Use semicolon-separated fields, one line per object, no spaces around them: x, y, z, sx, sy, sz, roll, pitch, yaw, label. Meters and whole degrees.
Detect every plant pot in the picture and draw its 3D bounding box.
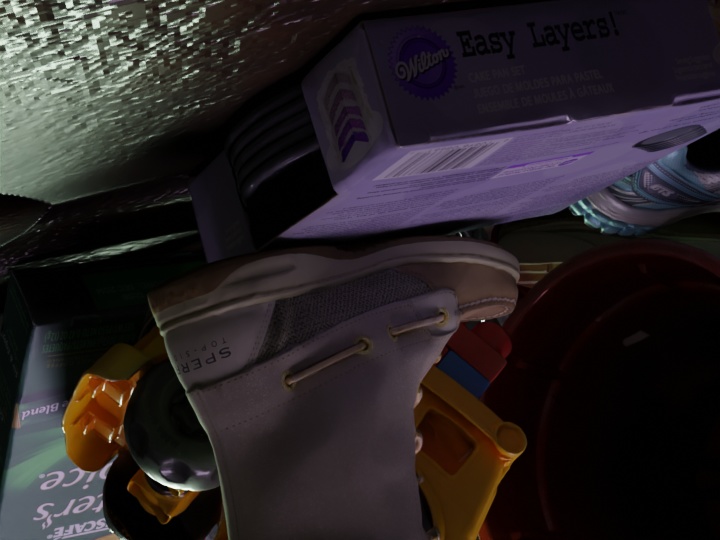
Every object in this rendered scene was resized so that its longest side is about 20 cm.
0.194;0.101;0.775;0.194;0.203;0.200;15;153;-43;plant pot

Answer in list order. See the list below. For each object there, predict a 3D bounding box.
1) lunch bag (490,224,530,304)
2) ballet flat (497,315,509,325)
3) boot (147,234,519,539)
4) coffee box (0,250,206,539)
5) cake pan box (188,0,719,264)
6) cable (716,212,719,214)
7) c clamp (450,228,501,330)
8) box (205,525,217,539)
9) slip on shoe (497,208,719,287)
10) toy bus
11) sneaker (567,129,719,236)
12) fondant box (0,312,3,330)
0.187;0.002;0.952;0.198;0.176;0.082;-15;128;-16;lunch bag
0.059;0.024;0.930;0.057;0.067;0.200;-29;172;-8;ballet flat
0.009;0.067;0.607;0.072;0.156;0.199;-21;170;41;boot
-0.138;0.079;0.784;0.122;0.044;0.201;-6;135;-31;coffee box
0.045;-0.053;0.588;0.199;0.053;0.184;-12;170;-27;cake pan box
0.241;-0.045;0.817;0.199;0.050;0.097;-6;-139;56;cable
-0.008;0.019;0.796;0.199;0.027;0.171;-18;131;27;c clamp
-0.181;0.163;1.137;0.131;0.116;0.200;-15;-159;-2;box
0.170;-0.019;0.812;0.199;0.061;0.076;3;162;35;slip on shoe
-0.018;0.074;0.718;0.192;0.199;0.136;-52;175;-30;toy bus
0.198;-0.065;0.724;0.199;0.078;0.086;-14;166;-28;sneaker
-0.175;0.059;0.906;0.143;0.059;0.200;-15;173;-11;fondant box
